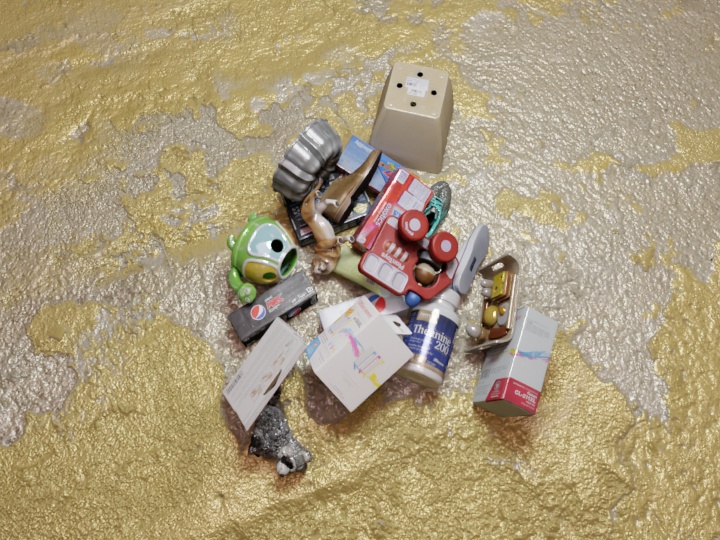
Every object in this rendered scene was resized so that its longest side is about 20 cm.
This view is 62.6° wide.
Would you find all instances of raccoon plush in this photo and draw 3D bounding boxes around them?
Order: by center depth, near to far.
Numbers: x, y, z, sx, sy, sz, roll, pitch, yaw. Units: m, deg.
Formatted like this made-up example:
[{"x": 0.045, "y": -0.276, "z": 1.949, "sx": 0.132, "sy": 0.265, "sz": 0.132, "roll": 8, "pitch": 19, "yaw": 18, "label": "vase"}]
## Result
[{"x": -0.151, "y": 0.322, "z": 1.234, "sx": 0.131, "sy": 0.097, "sz": 0.204, "roll": 15, "pitch": 69, "yaw": -3, "label": "raccoon plush"}]

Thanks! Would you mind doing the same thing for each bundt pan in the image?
[{"x": -0.110, "y": -0.238, "z": 1.339, "sx": 0.075, "sy": 0.202, "sz": 0.203, "roll": 37, "pitch": 73, "yaw": 4, "label": "bundt pan"}]

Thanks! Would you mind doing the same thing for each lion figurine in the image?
[{"x": -0.090, "y": -0.094, "z": 1.337, "sx": 0.072, "sy": 0.121, "sz": 0.204, "roll": -20, "pitch": 92, "yaw": -45, "label": "lion figurine"}]

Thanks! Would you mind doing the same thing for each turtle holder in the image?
[{"x": -0.221, "y": -0.031, "z": 1.320, "sx": 0.130, "sy": 0.143, "sz": 0.185, "roll": 23, "pitch": 37, "yaw": 22, "label": "turtle holder"}]

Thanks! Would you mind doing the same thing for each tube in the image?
[{"x": 0.000, "y": 0.000, "z": 1.342, "sx": 0.057, "sy": 0.053, "sz": 0.199, "roll": -7, "pitch": 25, "yaw": -40, "label": "tube"}]

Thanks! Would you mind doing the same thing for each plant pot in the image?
[{"x": 0.129, "y": -0.387, "z": 1.451, "sx": 0.195, "sy": 0.178, "sz": 0.204, "roll": 13, "pitch": 70, "yaw": 5, "label": "plant pot"}]

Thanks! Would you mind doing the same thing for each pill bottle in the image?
[{"x": 0.152, "y": 0.140, "z": 1.288, "sx": 0.109, "sy": 0.111, "sz": 0.203, "roll": 18, "pitch": 70, "yaw": 7, "label": "pill bottle"}]

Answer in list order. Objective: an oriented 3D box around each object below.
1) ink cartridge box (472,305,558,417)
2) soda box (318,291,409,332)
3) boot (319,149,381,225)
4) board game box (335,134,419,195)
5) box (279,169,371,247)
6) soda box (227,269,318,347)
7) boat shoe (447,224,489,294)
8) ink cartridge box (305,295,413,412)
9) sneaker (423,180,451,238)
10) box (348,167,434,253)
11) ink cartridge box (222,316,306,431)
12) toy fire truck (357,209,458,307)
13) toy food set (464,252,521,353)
[{"x": 0.324, "y": 0.194, "z": 1.243, "sx": 0.081, "sy": 0.146, "sz": 0.203, "roll": 24, "pitch": 71, "yaw": -6, "label": "ink cartridge box"}, {"x": 0.007, "y": 0.097, "z": 1.326, "sx": 0.196, "sy": 0.068, "sz": 0.065, "roll": -18, "pitch": 70, "yaw": -7, "label": "soda box"}, {"x": -0.022, "y": -0.208, "z": 1.379, "sx": 0.075, "sy": 0.074, "sz": 0.202, "roll": 34, "pitch": 85, "yaw": 13, "label": "boot"}, {"x": 0.042, "y": -0.239, "z": 1.446, "sx": 0.198, "sy": 0.019, "sz": 0.104, "roll": 31, "pitch": 63, "yaw": -4, "label": "board game box"}, {"x": -0.084, "y": -0.166, "z": 1.436, "sx": 0.196, "sy": 0.046, "sz": 0.161, "roll": -22, "pitch": 71, "yaw": -8, "label": "box"}, {"x": -0.195, "y": 0.085, "z": 1.333, "sx": 0.198, "sy": 0.064, "sz": 0.071, "roll": -32, "pitch": 72, "yaw": -12, "label": "soda box"}, {"x": 0.241, "y": -0.033, "z": 1.376, "sx": 0.064, "sy": 0.074, "sz": 0.201, "roll": 4, "pitch": 46, "yaw": 38, "label": "boat shoe"}, {"x": 0.003, "y": 0.159, "z": 1.227, "sx": 0.199, "sy": 0.129, "sz": 0.126, "roll": -42, "pitch": 111, "yaw": -1, "label": "ink cartridge box"}, {"x": 0.170, "y": -0.132, "z": 1.398, "sx": 0.076, "sy": 0.091, "sz": 0.203, "roll": 28, "pitch": 71, "yaw": -3, "label": "sneaker"}, {"x": 0.070, "y": -0.122, "z": 1.364, "sx": 0.099, "sy": 0.095, "sz": 0.202, "roll": 33, "pitch": 83, "yaw": -9, "label": "box"}, {"x": -0.188, "y": 0.214, "z": 1.219, "sx": 0.202, "sy": 0.045, "sz": 0.176, "roll": -54, "pitch": 33, "yaw": -5, "label": "ink cartridge box"}, {"x": 0.106, "y": -0.019, "z": 1.256, "sx": 0.198, "sy": 0.112, "sz": 0.170, "roll": 33, "pitch": 74, "yaw": -14, "label": "toy fire truck"}, {"x": 0.280, "y": 0.074, "z": 1.290, "sx": 0.059, "sy": 0.143, "sz": 0.204, "roll": 17, "pitch": 70, "yaw": -12, "label": "toy food set"}]
